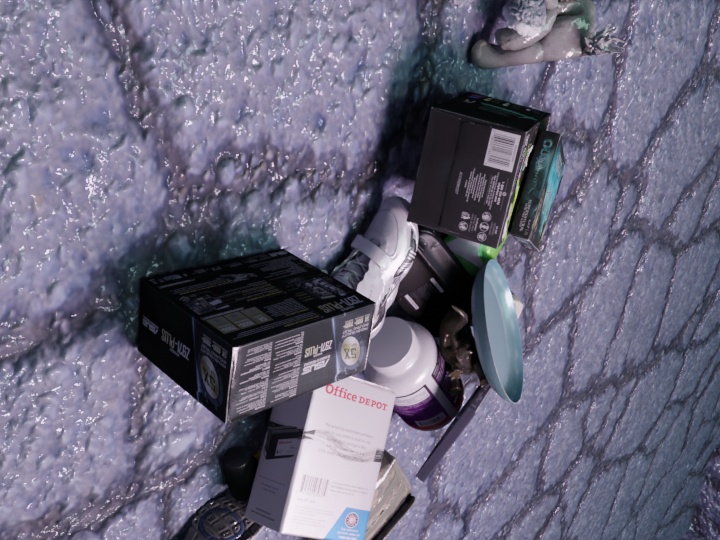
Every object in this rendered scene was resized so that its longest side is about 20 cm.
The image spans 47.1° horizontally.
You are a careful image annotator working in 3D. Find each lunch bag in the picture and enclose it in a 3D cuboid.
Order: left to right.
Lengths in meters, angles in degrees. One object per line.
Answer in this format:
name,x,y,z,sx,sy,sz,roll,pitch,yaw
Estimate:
lunch bag,-0.007,0.353,1.227,0.164,0.117,0.201,-44,143,-15

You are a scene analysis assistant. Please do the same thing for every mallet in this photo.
mallet,-0.104,0.213,1.094,0.200,0.041,0.067,-43,138,-31

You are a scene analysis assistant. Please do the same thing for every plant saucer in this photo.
plant saucer,0.191,0.086,1.159,0.200,0.027,0.204,-11,90,-68

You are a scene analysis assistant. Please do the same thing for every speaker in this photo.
speaker,0.192,-0.089,1.216,0.088,0.088,0.202,31,87,-53

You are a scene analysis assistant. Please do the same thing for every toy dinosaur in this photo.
toy dinosaur,0.137,0.105,1.156,0.076,0.103,0.201,-26,134,12

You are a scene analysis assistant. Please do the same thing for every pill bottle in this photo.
pill bottle,0.073,0.147,1.197,0.113,0.112,0.200,-52,142,-13

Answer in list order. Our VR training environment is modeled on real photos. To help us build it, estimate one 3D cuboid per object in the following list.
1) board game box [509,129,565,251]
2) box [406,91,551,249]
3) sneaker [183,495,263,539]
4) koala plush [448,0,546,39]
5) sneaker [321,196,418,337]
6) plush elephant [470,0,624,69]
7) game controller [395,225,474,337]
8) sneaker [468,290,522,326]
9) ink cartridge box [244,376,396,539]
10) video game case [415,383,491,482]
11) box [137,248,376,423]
board game box,0.240,-0.099,1.103,0.200,0.028,0.137,8,98,-74
box,0.157,-0.135,1.059,0.200,0.123,0.151,-38,143,-64
sneaker,-0.200,0.365,1.055,0.199,0.074,0.088,-34,148,-23
koala plush,0.164,-0.356,0.872,0.201,0.180,0.180,-82,167,-53
sneaker,0.000,0.000,1.047,0.114,0.075,0.203,2,114,-53
plush elephant,0.247,-0.352,1.068,0.163,0.199,0.158,-18,107,-34
game controller,0.097,0.019,1.159,0.103,0.042,0.200,-28,130,18
sneaker,0.149,0.038,1.265,0.197,0.085,0.076,12,118,-28
ink cartridge box,-0.048,0.234,1.062,0.144,0.084,0.203,24,76,-40
video game case,0.154,0.214,1.222,0.144,0.019,0.200,-59,168,25
box,-0.109,0.060,0.881,0.198,0.163,0.087,-15,123,-45
